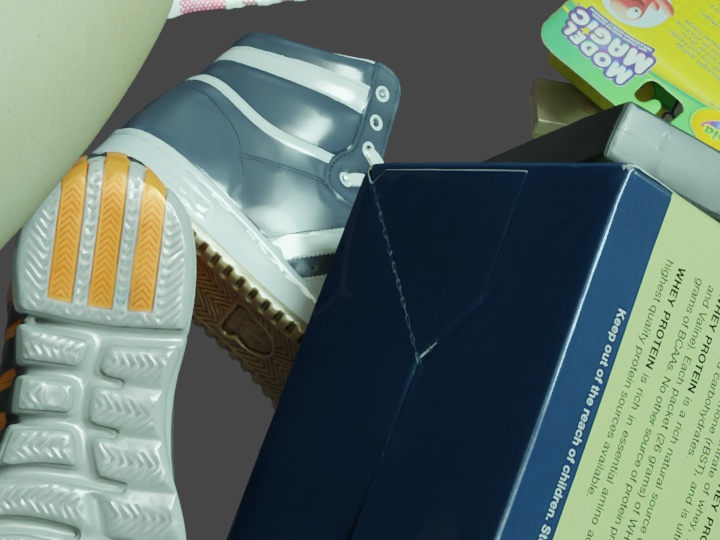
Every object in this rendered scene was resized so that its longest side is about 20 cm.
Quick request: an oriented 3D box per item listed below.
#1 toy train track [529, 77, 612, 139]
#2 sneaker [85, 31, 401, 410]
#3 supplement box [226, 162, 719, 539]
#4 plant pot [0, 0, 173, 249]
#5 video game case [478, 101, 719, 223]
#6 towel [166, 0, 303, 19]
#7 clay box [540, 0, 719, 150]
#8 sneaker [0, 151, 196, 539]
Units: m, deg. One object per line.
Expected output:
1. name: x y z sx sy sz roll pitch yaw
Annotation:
1. toy train track: 0.164 -0.046 0.925 0.198 0.033 0.115 8 53 -10
2. sneaker: 0.000 0.000 0.827 0.200 0.070 0.109 45 58 -5
3. supplement box: 0.078 0.096 0.735 0.199 0.134 0.201 29 76 -33
4. plant pot: -0.144 -0.080 0.669 0.188 0.187 0.200 51 33 1
5. video game case: 0.131 0.005 0.805 0.180 0.200 0.026 28 79 -11
6. towel: 0.003 -0.176 0.867 0.199 0.030 0.148 -8 109 -23
7. clay box: 0.166 -0.096 0.911 0.115 0.048 0.200 42 56 17
8. sneaker: -0.092 0.062 0.756 0.077 0.112 0.202 13 90 -7
